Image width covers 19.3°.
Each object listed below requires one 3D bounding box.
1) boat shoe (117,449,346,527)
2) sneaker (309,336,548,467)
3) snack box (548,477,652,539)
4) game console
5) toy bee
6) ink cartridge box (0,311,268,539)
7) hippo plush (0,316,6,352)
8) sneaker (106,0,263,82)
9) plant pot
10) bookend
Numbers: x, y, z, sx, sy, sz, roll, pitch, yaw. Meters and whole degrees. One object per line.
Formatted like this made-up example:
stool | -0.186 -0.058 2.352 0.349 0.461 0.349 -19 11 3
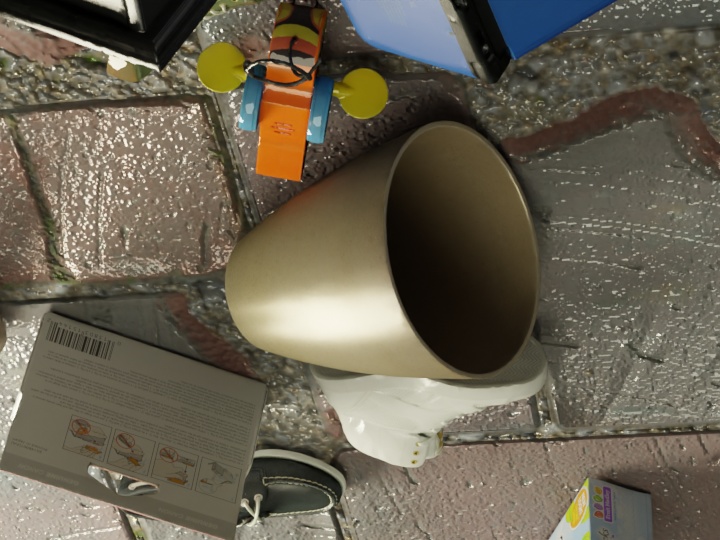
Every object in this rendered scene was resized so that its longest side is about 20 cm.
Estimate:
boat shoe | -0.113 0.196 1.848 0.198 0.061 0.076 2 133 8
sneaker | 0.068 0.104 1.729 0.199 0.074 0.116 0 136 23
snack box | 0.187 0.307 1.828 0.067 0.169 0.201 16 133 -11
game console | 0.063 -0.230 1.360 0.170 0.119 0.200 21 155 35
toy bee | -0.039 -0.145 1.500 0.130 0.109 0.200 19 159 -19
ink cartridge box | -0.186 0.137 1.724 0.199 0.177 0.045 19 134 -8
hippo plush | -0.399 0.055 1.735 0.161 0.159 0.200 41 116 11
sneaker | -0.110 -0.198 1.467 0.089 0.067 0.201 22 130 -5
plant pot | 0.000 0.000 1.581 0.199 0.188 0.187 -11 132 38
bookend | -0.200 -0.251 1.339 0.199 0.092 0.199 21 146 20
